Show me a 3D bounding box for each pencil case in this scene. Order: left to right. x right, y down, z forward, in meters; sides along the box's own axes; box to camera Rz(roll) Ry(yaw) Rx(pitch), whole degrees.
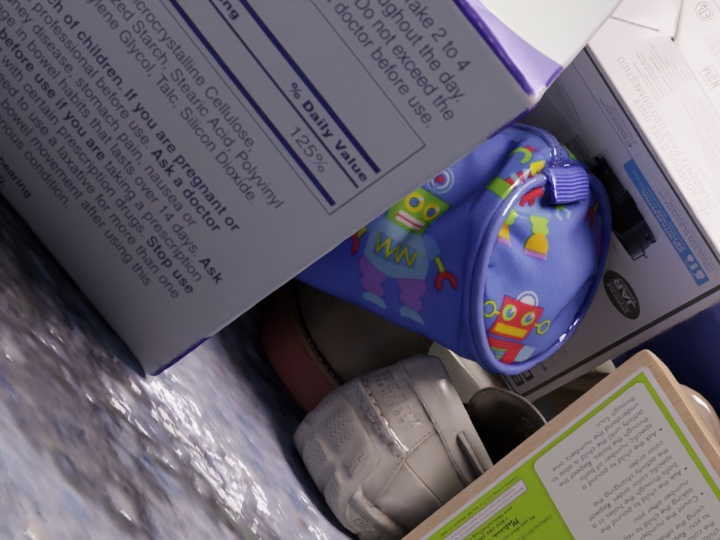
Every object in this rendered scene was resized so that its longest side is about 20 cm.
[{"bbox_3d":[-0.004,-0.037,0.779,0.199,0.088,0.078,27,24,33],"label":"pencil case"}]

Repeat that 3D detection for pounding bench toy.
[{"bbox_3d":[0.139,0.116,0.739,0.156,0.200,0.125,40,15,-47],"label":"pounding bench toy"}]

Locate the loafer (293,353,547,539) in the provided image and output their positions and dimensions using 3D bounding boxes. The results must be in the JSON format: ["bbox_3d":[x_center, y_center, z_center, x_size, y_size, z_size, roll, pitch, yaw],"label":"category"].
[{"bbox_3d":[0.048,0.083,0.820,0.070,0.070,0.200,57,11,28],"label":"loafer"}]

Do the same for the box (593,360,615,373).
[{"bbox_3d":[0.128,0.026,1.050,0.095,0.078,0.200,53,-3,-9],"label":"box"}]

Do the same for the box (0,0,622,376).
[{"bbox_3d":[-0.043,-0.100,0.632,0.184,0.200,0.105,51,46,-6],"label":"box"}]

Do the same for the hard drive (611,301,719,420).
[{"bbox_3d":[0.175,0.110,0.863,0.201,0.025,0.132,64,-17,5],"label":"hard drive"}]

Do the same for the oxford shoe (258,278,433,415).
[{"bbox_3d":[0.000,0.000,0.881,0.070,0.075,0.200,46,11,-25],"label":"oxford shoe"}]

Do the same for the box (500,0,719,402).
[{"bbox_3d":[0.090,-0.028,0.815,0.117,0.060,0.200,58,-23,2],"label":"box"}]

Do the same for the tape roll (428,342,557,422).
[{"bbox_3d":[0.035,0.029,1.053,0.203,0.037,0.203,49,11,-12],"label":"tape roll"}]

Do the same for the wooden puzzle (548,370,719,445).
[{"bbox_3d":[0.134,0.134,0.916,0.201,0.037,0.185,66,-12,-6],"label":"wooden puzzle"}]
